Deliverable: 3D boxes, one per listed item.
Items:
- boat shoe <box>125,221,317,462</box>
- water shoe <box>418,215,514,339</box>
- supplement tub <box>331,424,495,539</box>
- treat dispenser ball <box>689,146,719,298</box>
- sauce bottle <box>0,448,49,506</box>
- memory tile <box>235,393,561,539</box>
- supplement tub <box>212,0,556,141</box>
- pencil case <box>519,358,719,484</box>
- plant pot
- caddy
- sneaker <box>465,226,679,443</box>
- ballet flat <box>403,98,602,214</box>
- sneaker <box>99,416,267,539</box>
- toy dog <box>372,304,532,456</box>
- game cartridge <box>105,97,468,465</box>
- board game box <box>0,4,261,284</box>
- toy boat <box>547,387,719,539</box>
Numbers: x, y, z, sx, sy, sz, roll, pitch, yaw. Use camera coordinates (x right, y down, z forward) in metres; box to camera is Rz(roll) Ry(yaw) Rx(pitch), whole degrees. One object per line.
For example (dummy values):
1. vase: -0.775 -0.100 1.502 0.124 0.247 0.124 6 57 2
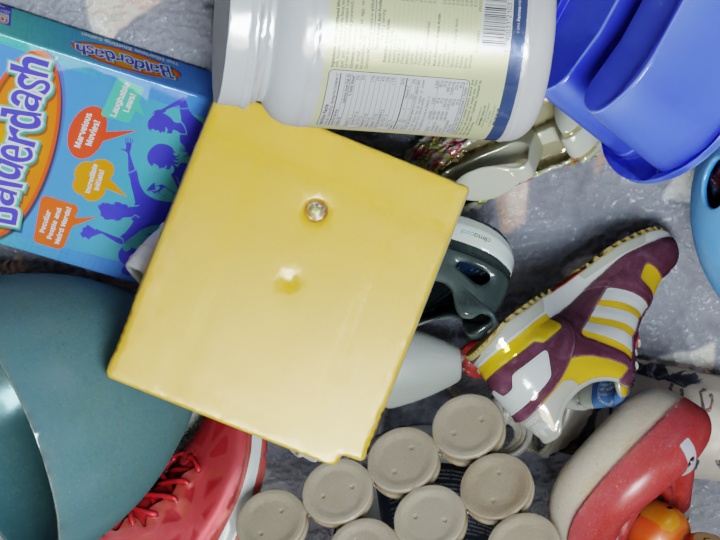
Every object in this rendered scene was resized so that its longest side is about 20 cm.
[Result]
1. boat shoe: -0.087 0.056 1.724 0.065 0.074 0.200 -40 106 -20
2. water shoe: 0.000 0.000 1.724 0.200 0.079 0.072 3 148 22
3. supplement tub: 0.052 0.216 1.832 0.140 0.200 0.141 -3 123 -4
4. treat dispenser ball: 0.316 -0.041 1.695 0.200 0.201 0.201 -3 123 -4
5. sauce bottle: -0.170 0.178 1.868 0.200 0.065 0.065 16 119 -18
6. memory tile: 0.025 0.179 1.734 0.200 0.153 0.017 -25 146 -1
7. supplement tub: 0.012 -0.158 1.622 0.199 0.145 0.145 4 122 -8
8. pencil case: 0.218 0.112 1.856 0.200 0.078 0.090 11 123 -13
9. plant pot: -0.192 0.082 1.746 0.135 0.200 0.200 -24 127 -24
10. caddy: 0.202 -0.153 1.629 0.105 0.141 0.200 27 93 -32
11. sneaker: 0.159 0.045 1.750 0.090 0.200 0.075 55 143 5
12. ballet flat: 0.120 -0.085 1.729 0.200 0.064 0.076 -28 119 11
13. sneaker: -0.141 0.163 1.804 0.115 0.078 0.200 20 76 -22
14. toy dog: 0.036 0.053 1.809 0.200 0.096 0.132 7 119 -27
15. game cartridge: -0.047 0.007 1.665 0.176 0.032 0.200 22 88 -3
16. board game box: -0.177 -0.077 1.714 0.200 0.045 0.152 16 119 -15
17. toy boat: 0.204 0.179 1.754 0.131 0.130 0.200 29 140 27
